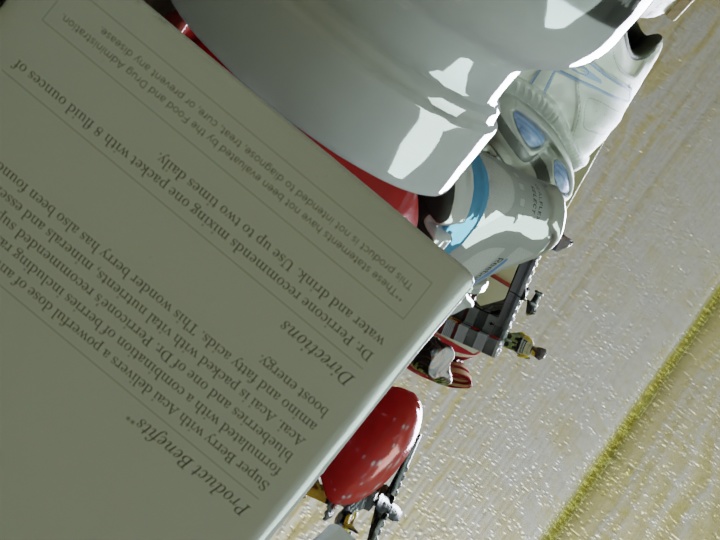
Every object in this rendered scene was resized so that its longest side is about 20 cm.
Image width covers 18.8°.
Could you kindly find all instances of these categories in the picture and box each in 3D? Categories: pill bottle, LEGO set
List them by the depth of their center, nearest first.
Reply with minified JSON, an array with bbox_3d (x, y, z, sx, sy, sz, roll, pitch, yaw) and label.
[{"bbox_3d":[0.046,-0.124,0.547,0.200,0.116,0.116,-51,180,15],"label":"pill bottle"},{"bbox_3d":[0.021,0.033,0.956,0.154,0.115,0.201,59,54,-82],"label":"LEGO set"}]

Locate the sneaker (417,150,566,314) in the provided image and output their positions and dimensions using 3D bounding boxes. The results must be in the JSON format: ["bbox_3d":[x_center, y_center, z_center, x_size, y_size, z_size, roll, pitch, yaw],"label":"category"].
[{"bbox_3d":[0.000,0.000,0.830,0.199,0.086,0.076,-17,-111,51],"label":"sneaker"}]

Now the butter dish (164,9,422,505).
[{"bbox_3d":[-0.045,0.016,0.697,0.200,0.148,0.199,-51,179,16],"label":"butter dish"}]

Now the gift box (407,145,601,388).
[{"bbox_3d":[0.025,-0.053,1.247,0.188,0.184,0.200,-60,177,-8],"label":"gift box"}]

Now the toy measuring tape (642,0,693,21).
[{"bbox_3d":[0.048,-0.126,0.873,0.199,0.074,0.074,-10,155,-31],"label":"toy measuring tape"}]

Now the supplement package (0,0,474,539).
[{"bbox_3d":[-0.082,0.042,0.522,0.200,0.121,0.120,-50,180,-1],"label":"supplement package"}]

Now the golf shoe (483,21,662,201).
[{"bbox_3d":[0.049,-0.107,0.785,0.097,0.078,0.200,-44,145,-2],"label":"golf shoe"}]

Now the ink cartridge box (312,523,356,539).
[{"bbox_3d":[-0.055,0.172,0.529,0.200,0.085,0.145,-46,180,-29],"label":"ink cartridge box"}]
